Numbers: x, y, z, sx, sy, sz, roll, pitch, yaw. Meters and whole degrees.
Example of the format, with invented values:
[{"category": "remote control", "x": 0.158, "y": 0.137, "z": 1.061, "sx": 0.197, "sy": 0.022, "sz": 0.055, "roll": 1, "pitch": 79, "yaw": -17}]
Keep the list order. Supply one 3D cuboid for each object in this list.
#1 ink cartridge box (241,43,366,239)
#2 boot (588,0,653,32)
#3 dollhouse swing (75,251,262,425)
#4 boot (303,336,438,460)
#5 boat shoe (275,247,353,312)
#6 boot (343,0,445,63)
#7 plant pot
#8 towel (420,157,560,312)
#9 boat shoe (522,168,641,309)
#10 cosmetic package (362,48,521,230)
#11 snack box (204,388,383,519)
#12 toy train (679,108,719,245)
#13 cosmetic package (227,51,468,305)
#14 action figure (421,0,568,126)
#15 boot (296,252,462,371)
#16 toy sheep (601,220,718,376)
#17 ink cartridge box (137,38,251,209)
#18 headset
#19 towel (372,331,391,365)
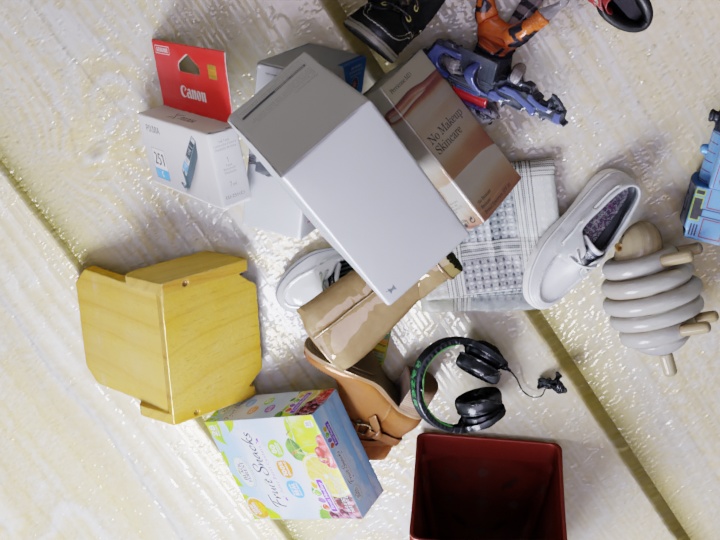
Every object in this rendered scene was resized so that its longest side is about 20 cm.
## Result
[{"category": "ink cartridge box", "x": -0.067, "y": -0.157, "z": 1.495, "sx": 0.083, "sy": 0.145, "sz": 0.201, "roll": 16, "pitch": 114, "yaw": 18}, {"category": "boot", "x": 0.246, "y": -0.347, "z": 1.399, "sx": 0.200, "sy": 0.144, "sz": 0.073, "roll": 36, "pitch": 113, "yaw": -8}, {"category": "dollhouse swing", "x": -0.258, "y": 0.074, "z": 1.675, "sx": 0.181, "sy": 0.175, "sz": 0.201, "roll": -18, "pitch": 116, "yaw": -33}, {"category": "boot", "x": -0.012, "y": 0.177, "z": 1.661, "sx": 0.199, "sy": 0.074, "sz": 0.155, "roll": 25, "pitch": 123, "yaw": -14}, {"category": "boat shoe", "x": -0.027, "y": 0.004, "z": 1.595, "sx": 0.199, "sy": 0.067, "sz": 0.074, "roll": -27, "pitch": 103, "yaw": 18}, {"category": "boot", "x": 0.059, "y": -0.317, "z": 1.401, "sx": 0.073, "sy": 0.204, "sz": 0.154, "roll": 39, "pitch": 106, "yaw": -1}, {"category": "plant pot", "x": 0.165, "y": 0.356, "z": 1.677, "sx": 0.198, "sy": 0.200, "sz": 0.177, "roll": 5, "pitch": 125, "yaw": 3}, {"category": "towel", "x": 0.162, "y": -0.038, "z": 1.591, "sx": 0.191, "sy": 0.035, "sz": 0.201, "roll": -5, "pitch": 112, "yaw": 7}, {"category": "boat shoe", "x": 0.277, "y": -0.032, "z": 1.540, "sx": 0.072, "sy": 0.069, "sz": 0.200, "roll": 39, "pitch": 94, "yaw": -23}, {"category": "cosmetic package", "x": 0.086, "y": -0.147, "z": 1.482, "sx": 0.200, "sy": 0.103, "sz": 0.087, "roll": 49, "pitch": 142, "yaw": -11}, {"category": "snack box", "x": -0.090, "y": 0.250, "z": 1.671, "sx": 0.199, "sy": 0.068, "sz": 0.169, "roll": -9, "pitch": 114, "yaw": 40}, {"category": "toy train", "x": 0.461, "y": -0.119, "z": 1.505, "sx": 0.114, "sy": 0.087, "sz": 0.201, "roll": 14, "pitch": 113, "yaw": 6}, {"category": "cosmetic package", "x": -0.015, "y": -0.102, "z": 1.333, "sx": 0.123, "sy": 0.200, "sz": 0.200, "roll": -40, "pitch": 123, "yaw": 0}, {"category": "action figure", "x": 0.184, "y": -0.250, "z": 1.469, "sx": 0.200, "sy": 0.104, "sz": 0.194, "roll": 35, "pitch": 118, "yaw": 17}, {"category": "boot", "x": 0.000, "y": 0.000, "z": 1.523, "sx": 0.200, "sy": 0.066, "sz": 0.175, "roll": -38, "pitch": 91, "yaw": 15}, {"category": "toy sheep", "x": 0.367, "y": 0.036, "z": 1.551, "sx": 0.137, "sy": 0.138, "sz": 0.201, "roll": -13, "pitch": 94, "yaw": 10}, {"category": "ink cartridge box", "x": -0.208, "y": -0.178, "z": 1.489, "sx": 0.045, "sy": 0.200, "sz": 0.177, "roll": -21, "pitch": 114, "yaw": -28}, {"category": "headset", "x": 0.165, "y": 0.150, "z": 1.624, "sx": 0.199, "sy": 0.094, "sz": 0.124, "roll": 1, "pitch": 93, "yaw": -23}, {"category": "towel", "x": 0.008, "y": 0.029, "z": 1.641, "sx": 0.085, "sy": 0.018, "sz": 0.201, "roll": 11, "pitch": 112, "yaw": 0}]
